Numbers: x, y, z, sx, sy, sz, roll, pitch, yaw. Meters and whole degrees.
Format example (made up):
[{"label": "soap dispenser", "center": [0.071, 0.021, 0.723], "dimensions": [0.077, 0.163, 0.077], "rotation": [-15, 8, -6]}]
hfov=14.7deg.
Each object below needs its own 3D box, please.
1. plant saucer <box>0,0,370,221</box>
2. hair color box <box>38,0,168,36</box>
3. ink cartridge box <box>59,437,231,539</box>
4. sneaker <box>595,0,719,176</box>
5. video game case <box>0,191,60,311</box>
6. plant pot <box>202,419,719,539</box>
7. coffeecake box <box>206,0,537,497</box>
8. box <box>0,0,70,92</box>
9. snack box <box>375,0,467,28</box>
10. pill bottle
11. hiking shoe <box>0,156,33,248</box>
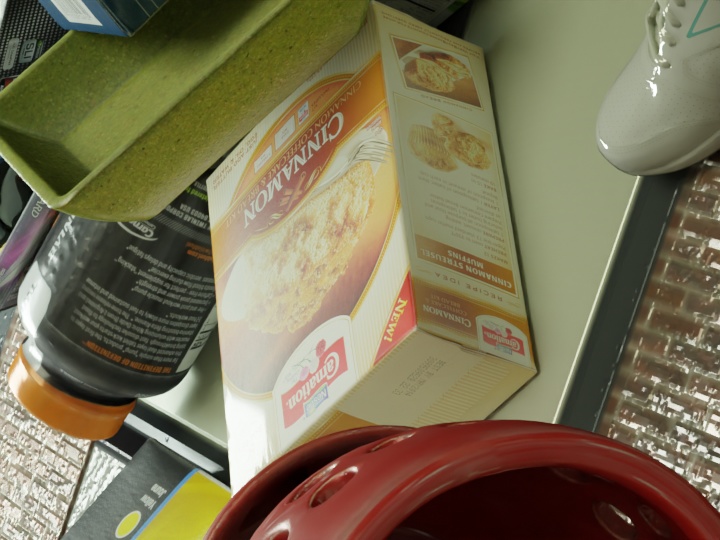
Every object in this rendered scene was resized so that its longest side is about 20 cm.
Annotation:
[{"label": "plant saucer", "center": [-0.085, -0.103, 1.371], "dimensions": [0.200, 0.048, 0.200], "rotation": [-42, 24, -4]}, {"label": "hair color box", "center": [-0.084, -0.209, 1.421], "dimensions": [0.200, 0.061, 0.100], "rotation": [-46, 24, -14]}, {"label": "ink cartridge box", "center": [-0.123, 0.191, 1.400], "dimensions": [0.200, 0.047, 0.197], "rotation": [-48, 28, -11]}, {"label": "sneaker", "center": [0.148, -0.118, 1.144], "dimensions": [0.200, 0.080, 0.071], "rotation": [-50, 37, 36]}, {"label": "video game case", "center": [-0.131, -0.072, 1.564], "dimensions": [0.019, 0.143, 0.200], "rotation": [38, 113, 13]}, {"label": "plant pot", "center": [0.033, 0.156, 1.067], "dimensions": [0.182, 0.199, 0.202], "rotation": [-4, 70, 69]}, {"label": "coffeecake box", "center": [0.000, 0.000, 1.337], "dimensions": [0.154, 0.073, 0.201], "rotation": [-44, 39, 37]}, {"label": "box", "center": [-0.135, -0.182, 1.538], "dimensions": [0.044, 0.160, 0.201], "rotation": [48, 133, 34]}, {"label": "snack box", "center": [0.019, -0.214, 1.448], "dimensions": [0.142, 0.053, 0.201], "rotation": [-35, 44, 46]}, {"label": "pill bottle", "center": [-0.118, -0.005, 1.511], "dimensions": [0.201, 0.106, 0.106], "rotation": [-59, 31, 21]}, {"label": "hiking shoe", "center": [-0.231, -0.106, 1.785], "dimensions": [0.201, 0.086, 0.074], "rotation": [-63, 30, 15]}]
